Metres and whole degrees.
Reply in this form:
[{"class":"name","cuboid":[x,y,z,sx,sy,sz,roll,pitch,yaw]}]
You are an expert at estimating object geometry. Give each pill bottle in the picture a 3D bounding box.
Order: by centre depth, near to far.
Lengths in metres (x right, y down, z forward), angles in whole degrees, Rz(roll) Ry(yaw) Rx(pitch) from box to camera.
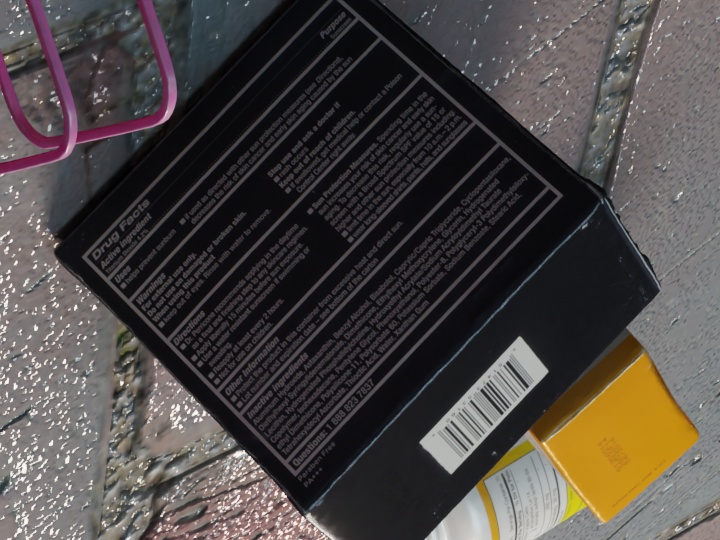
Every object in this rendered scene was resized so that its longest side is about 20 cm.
[{"class":"pill bottle","cuboid":[0.076,0.108,1.682,0.199,0.109,0.110,-29,144,-27]}]

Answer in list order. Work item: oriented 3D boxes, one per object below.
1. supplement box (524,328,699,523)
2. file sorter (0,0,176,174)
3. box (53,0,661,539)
[{"class":"supplement box","cuboid":[0.076,0.021,1.498,0.073,0.200,0.126,-42,150,-1]},{"class":"file sorter","cuboid":[-0.189,-0.080,1.077,0.199,0.139,0.126,-23,98,-34]},{"class":"box","cuboid":[0.000,0.000,1.382,0.200,0.198,0.123,-45,151,-2]}]
